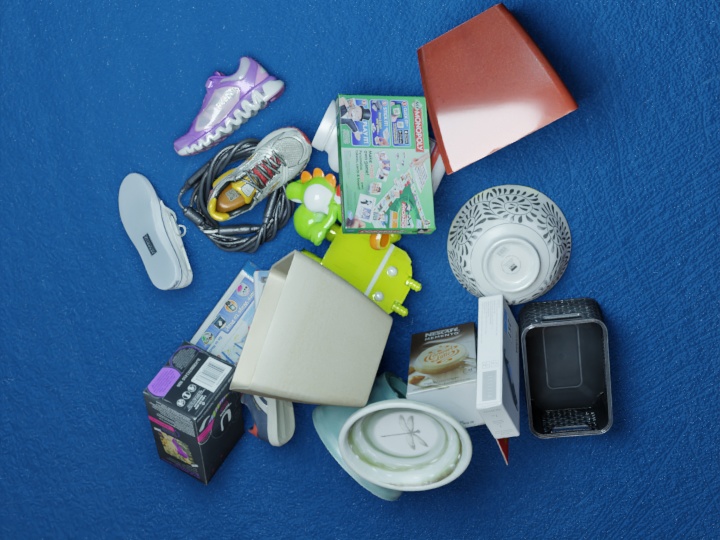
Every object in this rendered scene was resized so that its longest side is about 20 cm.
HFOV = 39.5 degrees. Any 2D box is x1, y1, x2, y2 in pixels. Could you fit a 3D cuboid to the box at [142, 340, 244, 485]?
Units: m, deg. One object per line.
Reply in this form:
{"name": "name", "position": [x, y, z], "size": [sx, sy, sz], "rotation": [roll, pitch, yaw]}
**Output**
{"name": "box", "position": [-0.268, 0.235, 1.646], "size": [0.105, 0.123, 0.201], "rotation": [23, 143, 18]}

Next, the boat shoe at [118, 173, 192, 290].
{"name": "boat shoe", "position": [-0.320, -0.063, 1.625], "size": [0.074, 0.086, 0.204], "rotation": [-33, 75, 21]}

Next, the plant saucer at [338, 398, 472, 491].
{"name": "plant saucer", "position": [0.067, 0.247, 1.484], "size": [0.197, 0.051, 0.202], "rotation": [4, 131, 4]}

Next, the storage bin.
{"name": "storage bin", "position": [0.331, 0.157, 1.624], "size": [0.133, 0.094, 0.203], "rotation": [-6, 110, 8]}

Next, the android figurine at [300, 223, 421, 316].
{"name": "android figurine", "position": [0.000, 0.000, 1.597], "size": [0.198, 0.041, 0.183], "rotation": [31, 83, 1]}

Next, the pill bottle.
{"name": "pill bottle", "position": [0.029, -0.178, 1.523], "size": [0.198, 0.113, 0.113], "rotation": [27, 111, -4]}

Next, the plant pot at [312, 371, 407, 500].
{"name": "plant pot", "position": [0.038, 0.253, 1.641], "size": [0.200, 0.200, 0.134], "rotation": [42, 100, -10]}

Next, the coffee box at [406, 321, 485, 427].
{"name": "coffee box", "position": [0.136, 0.169, 1.589], "size": [0.113, 0.200, 0.081], "rotation": [-12, 111, 9]}

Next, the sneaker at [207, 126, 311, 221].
{"name": "sneaker", "position": [-0.152, -0.138, 1.522], "size": [0.199, 0.082, 0.078], "rotation": [-38, 107, 20]}

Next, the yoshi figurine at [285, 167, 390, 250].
{"name": "yoshi figurine", "position": [-0.028, -0.079, 1.528], "size": [0.198, 0.112, 0.113], "rotation": [19, 79, 30]}

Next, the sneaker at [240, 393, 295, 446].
{"name": "sneaker", "position": [-0.155, 0.184, 1.640], "size": [0.084, 0.075, 0.203], "rotation": [10, 100, 31]}

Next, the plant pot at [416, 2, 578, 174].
{"name": "plant pot", "position": [0.183, -0.268, 1.440], "size": [0.198, 0.200, 0.178], "rotation": [-26, 95, 14]}

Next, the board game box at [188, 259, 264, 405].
{"name": "board game box", "position": [-0.168, 0.120, 1.682], "size": [0.195, 0.056, 0.201], "rotation": [36, 109, -8]}

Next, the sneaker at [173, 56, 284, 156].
{"name": "sneaker", "position": [-0.215, -0.255, 1.545], "size": [0.199, 0.081, 0.089], "rotation": [-36, 96, 12]}

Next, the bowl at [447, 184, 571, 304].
{"name": "bowl", "position": [0.234, -0.024, 1.568], "size": [0.197, 0.094, 0.204], "rotation": [2, 110, 4]}

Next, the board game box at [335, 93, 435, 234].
{"name": "board game box", "position": [0.035, -0.153, 1.443], "size": [0.132, 0.029, 0.203], "rotation": [0, 76, -13]}

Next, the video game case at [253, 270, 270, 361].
{"name": "video game case", "position": [-0.077, 0.098, 1.594], "size": [0.179, 0.022, 0.203], "rotation": [0, 71, -13]}

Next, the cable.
{"name": "cable", "position": [-0.184, -0.118, 1.601], "size": [0.199, 0.051, 0.164], "rotation": [-37, 103, 16]}

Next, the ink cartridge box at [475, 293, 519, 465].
{"name": "ink cartridge box", "position": [0.224, 0.169, 1.551], "size": [0.044, 0.202, 0.177], "rotation": [-10, 138, 21]}

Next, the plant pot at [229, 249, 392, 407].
{"name": "plant pot", "position": [-0.066, 0.106, 1.470], "size": [0.175, 0.200, 0.203], "rotation": [20, 78, -12]}
